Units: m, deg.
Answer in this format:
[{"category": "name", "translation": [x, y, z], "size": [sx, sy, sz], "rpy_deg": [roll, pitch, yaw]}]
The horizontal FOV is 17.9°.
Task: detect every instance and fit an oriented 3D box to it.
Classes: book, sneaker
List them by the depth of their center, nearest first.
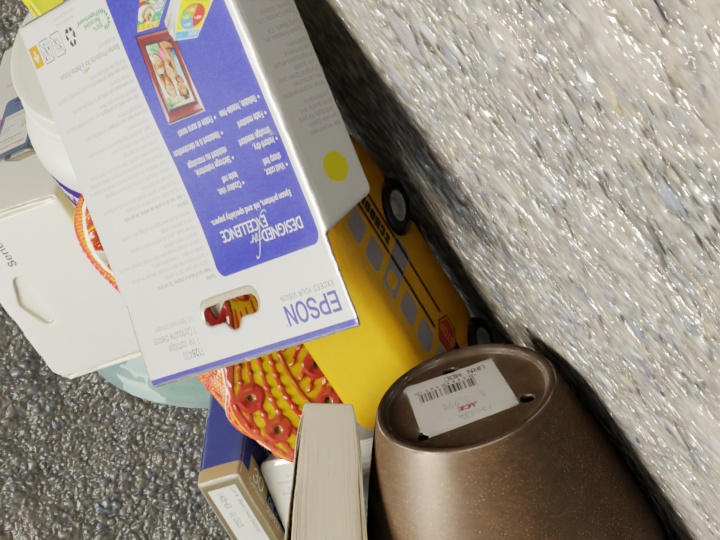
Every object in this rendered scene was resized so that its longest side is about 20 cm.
[{"category": "book", "translation": [-0.017, 0.158, 1.201], "size": [0.200, 0.048, 0.134], "rpy_deg": [92, 179, -71]}, {"category": "sneaker", "translation": [-0.078, 0.023, 1.261], "size": [0.200, 0.073, 0.077], "rpy_deg": [51, 172, -9]}]

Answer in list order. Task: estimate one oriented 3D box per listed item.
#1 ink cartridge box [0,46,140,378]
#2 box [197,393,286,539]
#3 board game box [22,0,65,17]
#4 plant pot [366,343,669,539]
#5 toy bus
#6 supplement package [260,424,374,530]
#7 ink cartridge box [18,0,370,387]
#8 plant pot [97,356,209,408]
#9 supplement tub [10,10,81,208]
[{"category": "ink cartridge box", "translation": [-0.187, -0.051, 1.534], "size": [0.146, 0.087, 0.201], "rpy_deg": [57, -154, -34]}, {"category": "box", "translation": [-0.055, 0.100, 1.417], "size": [0.200, 0.032, 0.121], "rpy_deg": [-89, -24, -51]}, {"category": "board game box", "translation": [-0.122, -0.150, 1.245], "size": [0.200, 0.101, 0.048], "rpy_deg": [52, 173, 14]}, {"category": "plant pot", "translation": [0.076, 0.145, 1.169], "size": [0.187, 0.186, 0.201], "rpy_deg": [44, 155, 59]}, {"category": "toy bus", "translation": [0.005, 0.015, 1.226], "size": [0.200, 0.065, 0.078], "rpy_deg": [57, -146, -33]}, {"category": "supplement package", "translation": [0.039, 0.169, 1.385], "size": [0.117, 0.117, 0.201], "rpy_deg": [-54, -54, -64]}, {"category": "ink cartridge box", "translation": [-0.077, -0.056, 1.118], "size": [0.197, 0.047, 0.201], "rpy_deg": [-18, 96, 54]}, {"category": "plant pot", "translation": [-0.115, -0.008, 1.733], "size": [0.200, 0.199, 0.135], "rpy_deg": [47, 145, 47]}, {"category": "supplement tub", "translation": [-0.115, -0.080, 1.378], "size": [0.145, 0.145, 0.200], "rpy_deg": [49, 173, 36]}]
